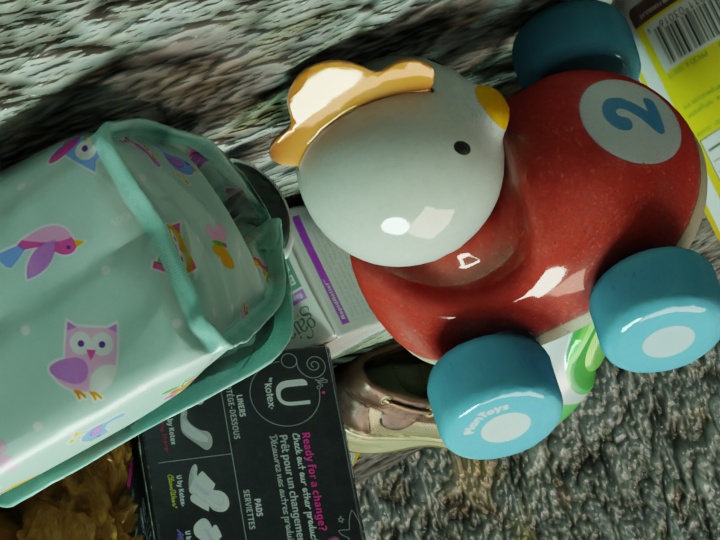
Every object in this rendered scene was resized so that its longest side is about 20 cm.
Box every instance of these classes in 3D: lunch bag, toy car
[{"bbox_3d":[-0.123,0.018,1.128,0.170,0.122,0.200,-30,180,10],"label":"lunch bag"},{"bbox_3d":[0.047,-0.048,1.236,0.176,0.185,0.200,-29,144,20],"label":"toy car"}]

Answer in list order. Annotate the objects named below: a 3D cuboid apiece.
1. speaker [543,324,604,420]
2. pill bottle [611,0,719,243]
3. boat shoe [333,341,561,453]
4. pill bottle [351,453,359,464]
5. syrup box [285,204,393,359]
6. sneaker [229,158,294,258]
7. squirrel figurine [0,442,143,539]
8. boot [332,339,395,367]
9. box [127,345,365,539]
[{"bbox_3d":[0.128,-0.017,1.537,0.088,0.088,0.201,-13,132,-60],"label":"speaker"},{"bbox_3d":[0.211,-0.068,1.340,0.109,0.201,0.109,-25,173,-3],"label":"pill bottle"},{"bbox_3d":[0.064,0.065,1.640,0.199,0.072,0.072,-1,148,-35],"label":"boat shoe"},{"bbox_3d":[-0.060,0.115,1.778,0.111,0.111,0.200,-30,-165,31],"label":"pill bottle"},{"bbox_3d":[0.000,0.000,1.558,0.079,0.082,0.200,-30,171,36],"label":"syrup box"},{"bbox_3d":[-0.128,0.015,1.294,0.199,0.076,0.081,-24,-179,-14],"label":"sneaker"},{"bbox_3d":[-0.197,0.141,1.451,0.199,0.142,0.187,-25,-150,13],"label":"squirrel figurine"},{"bbox_3d":[0.053,0.013,1.797,0.181,0.073,0.200,-22,-166,14],"label":"boot"},{"bbox_3d":[-0.070,0.143,1.501,0.114,0.133,0.200,-7,156,-11],"label":"box"}]
